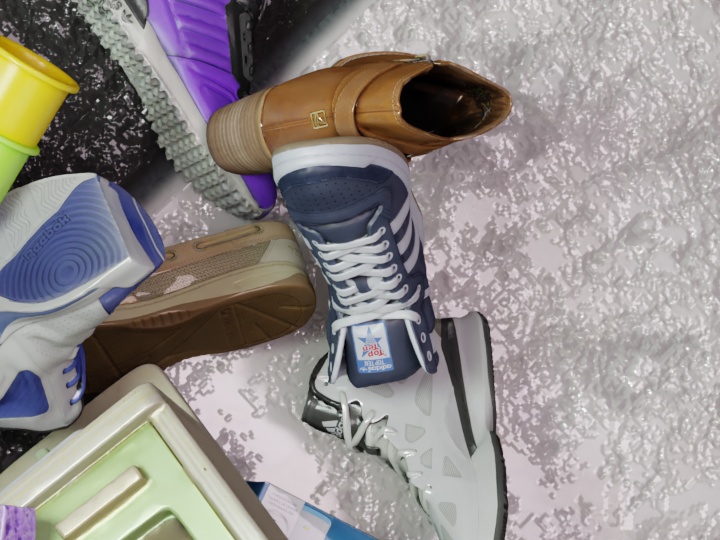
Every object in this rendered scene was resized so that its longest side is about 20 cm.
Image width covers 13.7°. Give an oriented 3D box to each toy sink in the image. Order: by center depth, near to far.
[{"bbox_3d":[-0.126,0.146,1.655,0.130,0.112,0.200,-38,66,1],"label":"toy sink"}]

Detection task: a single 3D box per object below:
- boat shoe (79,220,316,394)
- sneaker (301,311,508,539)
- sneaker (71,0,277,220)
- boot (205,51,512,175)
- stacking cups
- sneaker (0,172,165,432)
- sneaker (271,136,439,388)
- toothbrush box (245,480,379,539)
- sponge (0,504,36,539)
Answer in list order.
[{"bbox_3d":[-0.129,0.020,1.748,0.200,0.071,0.065,-12,55,-8],"label":"boat shoe"},{"bbox_3d":[0.024,0.113,1.754,0.115,0.076,0.201,-1,51,-4],"label":"sneaker"},{"bbox_3d":[-0.088,-0.130,1.761,0.099,0.070,0.200,-34,96,-18],"label":"sneaker"},{"bbox_3d":[0.028,-0.098,1.721,0.200,0.155,0.077,-6,88,-46],"label":"boot"},{"bbox_3d":[-0.225,-0.028,1.581,0.060,0.061,0.200,31,99,-12],"label":"stacking cups"},{"bbox_3d":[-0.177,0.027,1.636,0.199,0.115,0.081,-33,59,22],"label":"sneaker"},{"bbox_3d":[0.000,0.000,1.673,0.070,0.200,0.109,-6,72,12],"label":"sneaker"},{"bbox_3d":[-0.047,0.241,1.742,0.146,0.085,0.200,29,81,-12],"label":"toothbrush box"},{"bbox_3d":[-0.263,0.176,1.638,0.030,0.200,0.112,15,80,-52],"label":"sponge"}]
